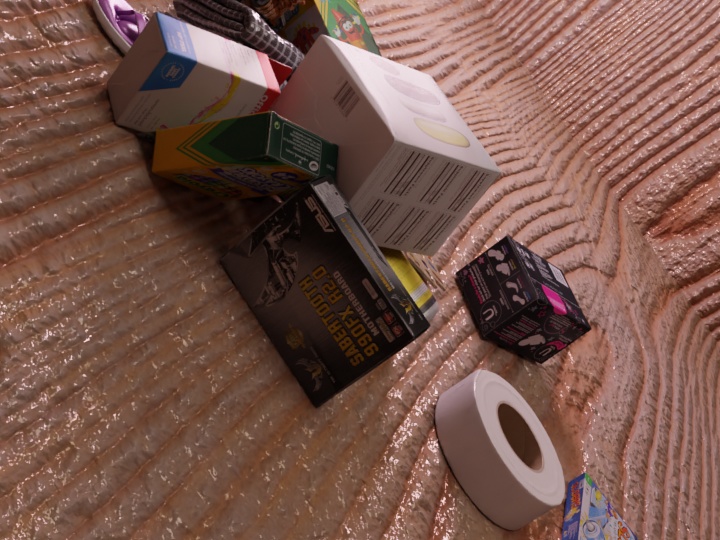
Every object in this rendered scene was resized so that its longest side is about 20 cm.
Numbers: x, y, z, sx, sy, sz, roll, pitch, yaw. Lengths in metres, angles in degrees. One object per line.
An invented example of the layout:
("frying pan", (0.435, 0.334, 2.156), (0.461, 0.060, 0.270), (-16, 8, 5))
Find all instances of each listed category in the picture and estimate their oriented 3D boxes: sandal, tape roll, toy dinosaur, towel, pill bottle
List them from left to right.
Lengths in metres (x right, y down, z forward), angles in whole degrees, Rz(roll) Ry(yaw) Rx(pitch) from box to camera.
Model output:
("sandal", (-0.246, -0.268, 1.426), (0.204, 0.050, 0.083), (53, 22, -7))
("towel", (-0.146, -0.279, 1.493), (0.165, 0.086, 0.199), (30, 2, -46))
("toy dinosaur", (-0.118, -0.367, 1.483), (0.137, 0.198, 0.103), (60, 40, -28))
("pill bottle", (0.000, 0.000, 1.461), (0.201, 0.111, 0.112), (54, 22, -2))
("tape roll", (0.185, 0.235, 1.556), (0.202, 0.070, 0.204), (43, 26, -26))

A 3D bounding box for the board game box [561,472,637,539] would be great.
("board game box", (0.345, 0.397, 1.693), (0.136, 0.034, 0.200), (51, 23, -8))

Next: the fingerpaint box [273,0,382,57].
("fingerpaint box", (-0.067, -0.291, 1.584), (0.073, 0.199, 0.169), (-21, 84, -35))

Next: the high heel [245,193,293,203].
("high heel", (-0.089, -0.126, 1.513), (0.199, 0.067, 0.097), (16, 54, -52))

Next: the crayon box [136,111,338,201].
("crayon box", (-0.139, -0.122, 1.307), (0.125, 0.198, 0.052), (20, 71, -53))

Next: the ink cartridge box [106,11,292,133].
("ink cartridge box", (-0.175, -0.203, 1.348), (0.198, 0.116, 0.068), (14, 42, -41))

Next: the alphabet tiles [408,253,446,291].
("alphabet tiles", (0.063, -0.054, 1.751), (0.166, 0.006, 0.201), (46, 13, -28))

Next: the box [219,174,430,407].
("box", (-0.041, 0.023, 1.282), (0.201, 0.158, 0.048), (56, 31, 4))

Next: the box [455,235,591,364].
("box", (0.265, 0.051, 1.917), (0.199, 0.114, 0.133), (27, 34, -51))

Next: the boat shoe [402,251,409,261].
("boat shoe", (0.033, -0.022, 1.545), (0.072, 0.075, 0.203), (-38, 115, -69))

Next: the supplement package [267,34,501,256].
("supplement package", (0.023, -0.144, 1.402), (0.198, 0.147, 0.192), (10, 39, -47))
